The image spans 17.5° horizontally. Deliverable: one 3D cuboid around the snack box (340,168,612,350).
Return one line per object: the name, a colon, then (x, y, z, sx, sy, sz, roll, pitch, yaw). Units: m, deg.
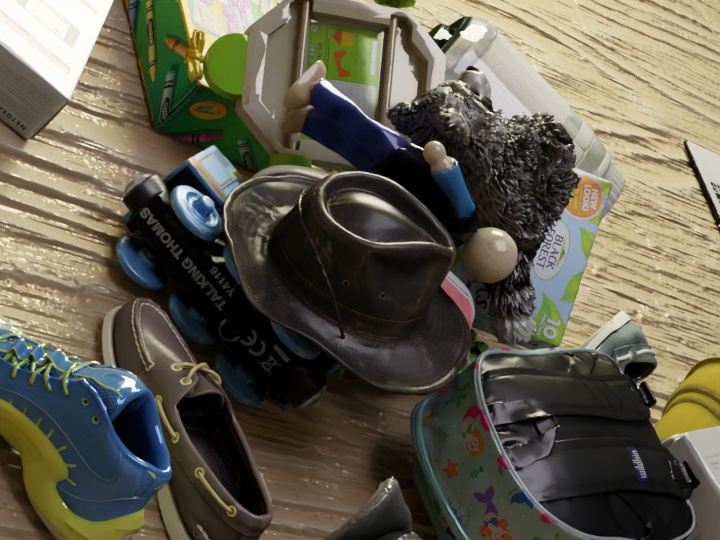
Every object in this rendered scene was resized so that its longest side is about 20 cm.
snack box: (0.079, -0.037, 1.818, 0.200, 0.053, 0.142, 22, 78, -11)

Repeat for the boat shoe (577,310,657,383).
boat shoe: (0.203, 0.088, 1.959, 0.062, 0.073, 0.200, 48, 24, 4)

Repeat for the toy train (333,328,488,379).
toy train: (0.036, 0.063, 1.777, 0.056, 0.042, 0.200, 40, 20, 35)

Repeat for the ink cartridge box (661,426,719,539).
ink cartridge box: (0.262, 0.238, 1.789, 0.085, 0.145, 0.200, -6, 61, -57)

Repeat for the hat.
hat: (0.008, -0.015, 1.598, 0.201, 0.081, 0.201, 27, 34, -19)

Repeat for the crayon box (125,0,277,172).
crayon box: (-0.117, -0.181, 1.844, 0.119, 0.058, 0.200, 22, 39, -40)

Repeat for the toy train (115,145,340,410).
toy train: (-0.086, 0.007, 1.646, 0.200, 0.087, 0.114, 49, 24, 0)

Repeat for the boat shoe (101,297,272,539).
boat shoe: (-0.111, 0.097, 1.530, 0.072, 0.060, 0.200, 12, 46, -47)

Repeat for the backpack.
backpack: (0.126, 0.147, 1.704, 0.200, 0.151, 0.178, 10, 49, -53)

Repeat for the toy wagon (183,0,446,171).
toy wagon: (-0.036, -0.146, 1.757, 0.200, 0.040, 0.155, 8, 79, -13)

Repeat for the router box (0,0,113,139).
router box: (-0.277, -0.212, 1.671, 0.200, 0.049, 0.180, 40, 31, -17)

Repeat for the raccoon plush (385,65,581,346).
raccoon plush: (0.089, -0.047, 1.715, 0.134, 0.097, 0.200, 2, 78, -47)

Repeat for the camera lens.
camera lens: (0.100, -0.098, 1.939, 0.200, 0.160, 0.160, 45, 30, -8)

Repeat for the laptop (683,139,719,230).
laptop: (0.465, -0.065, 2.447, 0.187, 0.116, 0.200, 20, 41, -43)

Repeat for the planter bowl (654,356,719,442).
planter bowl: (0.278, 0.177, 1.896, 0.083, 0.200, 0.200, -16, 65, -23)

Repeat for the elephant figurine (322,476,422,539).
elephant figurine: (0.010, 0.203, 1.475, 0.200, 0.155, 0.142, -36, 121, -49)

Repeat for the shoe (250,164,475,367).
shoe: (0.000, 0.000, 1.705, 0.200, 0.071, 0.091, 35, 19, -12)

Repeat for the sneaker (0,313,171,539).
sneaker: (-0.181, 0.070, 1.419, 0.200, 0.105, 0.076, 53, 29, 4)

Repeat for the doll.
doll: (0.033, -0.063, 1.677, 0.200, 0.136, 0.048, 39, 69, 11)
